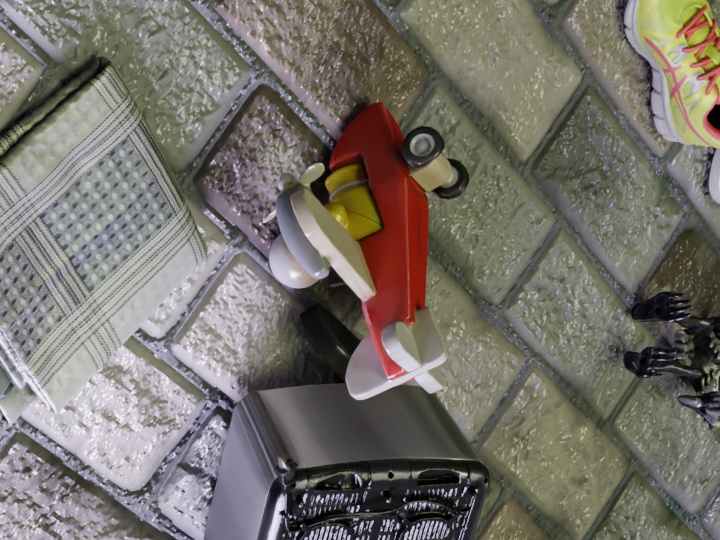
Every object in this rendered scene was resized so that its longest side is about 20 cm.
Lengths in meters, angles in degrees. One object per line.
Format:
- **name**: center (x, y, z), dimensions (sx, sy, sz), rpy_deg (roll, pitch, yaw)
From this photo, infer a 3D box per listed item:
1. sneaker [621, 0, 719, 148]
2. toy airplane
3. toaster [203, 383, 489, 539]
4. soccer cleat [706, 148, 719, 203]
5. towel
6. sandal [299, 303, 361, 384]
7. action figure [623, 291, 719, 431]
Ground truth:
- **sneaker**: center (0.284, -0.180, 1.870), dimensions (0.078, 0.090, 0.200), rpy_deg (-44, 136, -18)
- **toy airplane**: center (0.000, 0.000, 1.630), dimensions (0.199, 0.140, 0.201), rpy_deg (-57, 138, -60)
- **toaster**: center (-0.013, 0.182, 1.679), dimensions (0.180, 0.119, 0.201), rpy_deg (-1, 124, -24)
- **soccer cleat**: center (0.362, -0.144, 1.986), dimensions (0.068, 0.073, 0.201), rpy_deg (-14, 121, -42)
- **towel**: center (-0.200, -0.013, 1.490), dimensions (0.200, 0.034, 0.193), rpy_deg (-44, 137, -20)
- **sandal**: center (0.001, 0.097, 1.752), dimensions (0.048, 0.075, 0.201), rpy_deg (-35, 131, 7)
- **action figure**: center (0.326, 0.085, 2.058), dimensions (0.200, 0.102, 0.120), rpy_deg (20, 85, -49)
